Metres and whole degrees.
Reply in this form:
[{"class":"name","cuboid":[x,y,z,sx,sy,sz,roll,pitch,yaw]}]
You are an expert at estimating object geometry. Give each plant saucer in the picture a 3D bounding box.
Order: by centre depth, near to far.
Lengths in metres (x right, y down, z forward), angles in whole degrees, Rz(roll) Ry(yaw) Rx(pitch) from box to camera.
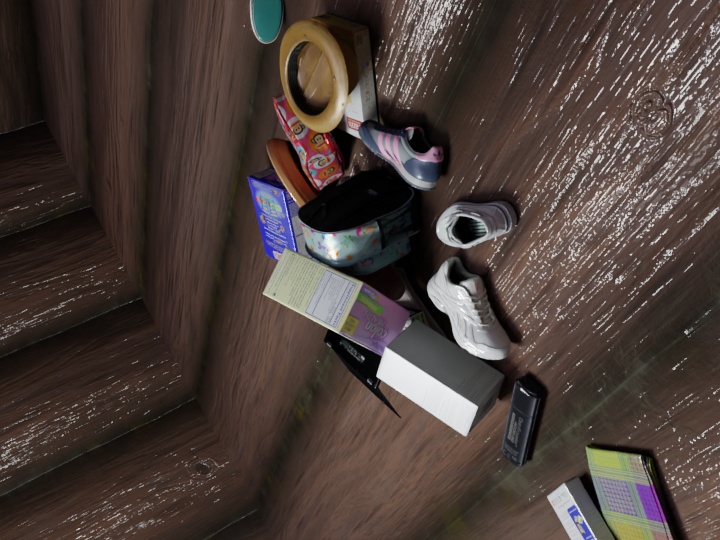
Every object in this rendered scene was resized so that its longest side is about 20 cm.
[{"class":"plant saucer","cuboid":[-0.120,-0.189,1.759,0.201,0.037,0.201,55,-168,-18]}]

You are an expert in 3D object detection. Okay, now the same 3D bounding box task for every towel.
[{"class":"towel","cuboid":[0.422,0.368,1.326,0.143,0.023,0.203,-12,100,64]},{"class":"towel","cuboid":[0.090,0.112,1.721,0.192,0.032,0.200,60,152,15]}]

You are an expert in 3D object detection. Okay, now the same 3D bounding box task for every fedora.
[{"class":"fedora","cuboid":[-0.061,-0.341,1.493,0.200,0.081,0.203,32,134,40]}]

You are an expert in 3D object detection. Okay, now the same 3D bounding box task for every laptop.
[{"class":"laptop","cuboid":[0.025,0.168,1.758,0.187,0.115,0.202,36,111,43]}]

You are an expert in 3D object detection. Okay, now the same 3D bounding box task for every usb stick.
[{"class":"usb stick","cuboid":[0.280,0.265,1.494,0.055,0.032,0.202,36,141,34]}]

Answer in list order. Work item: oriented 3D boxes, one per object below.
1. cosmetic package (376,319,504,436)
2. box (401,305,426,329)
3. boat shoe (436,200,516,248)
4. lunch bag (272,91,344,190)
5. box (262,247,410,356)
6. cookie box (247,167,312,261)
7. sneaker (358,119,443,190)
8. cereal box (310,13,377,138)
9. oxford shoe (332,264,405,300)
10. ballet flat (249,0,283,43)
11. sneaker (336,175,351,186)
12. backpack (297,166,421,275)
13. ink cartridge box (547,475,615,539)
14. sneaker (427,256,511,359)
[{"class":"cosmetic package","cuboid":[0.141,0.187,1.530,0.199,0.112,0.082,32,130,23]},{"class":"box","cuboid":[0.066,0.122,1.699,0.199,0.034,0.112,11,119,58]},{"class":"boat shoe","cuboid":[0.167,-0.074,1.390,0.199,0.066,0.074,-19,94,63]},{"class":"lunch bag","cuboid":[-0.106,-0.264,1.660,0.177,0.081,0.200,59,177,16]},{"class":"box","cuboid":[-0.043,0.059,1.562,0.199,0.098,0.175,25,175,38]},{"class":"cookie box","cuboid":[-0.170,-0.117,1.965,0.170,0.075,0.203,26,133,52]},{"class":"sneaker","cuboid":[0.073,-0.221,1.465,0.200,0.070,0.083,43,129,33]},{"class":"cereal box","cuboid":[-0.028,-0.350,1.558,0.143,0.039,0.202,33,138,48]},{"class":"oxford shoe","cuboid":[0.000,0.000,1.669,0.199,0.071,0.075,35,158,12]},{"class":"ballet flat","cuboid":[-0.190,-0.552,1.683,0.069,0.069,0.203,29,131,50]},{"class":"sneaker","cuboid":[-0.018,-0.090,1.711,0.079,0.075,0.203,20,128,58]},{"class":"backpack","cuboid":[-0.010,-0.082,1.563,0.177,0.198,0.152,31,137,47]},{"class":"ink cartridge box","cuboid":[0.382,0.445,1.413,0.095,0.037,0.202,104,144,-62]},{"class":"sneaker","cuboid":[0.188,0.061,1.455,0.201,0.077,0.100,51,146,26]}]
